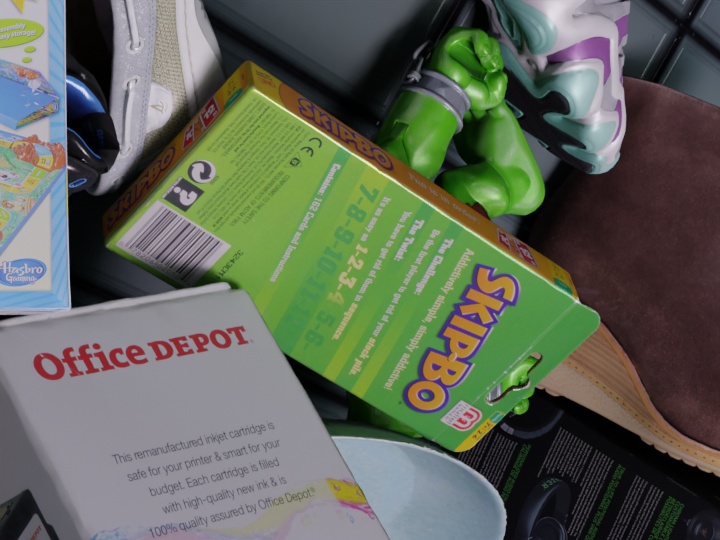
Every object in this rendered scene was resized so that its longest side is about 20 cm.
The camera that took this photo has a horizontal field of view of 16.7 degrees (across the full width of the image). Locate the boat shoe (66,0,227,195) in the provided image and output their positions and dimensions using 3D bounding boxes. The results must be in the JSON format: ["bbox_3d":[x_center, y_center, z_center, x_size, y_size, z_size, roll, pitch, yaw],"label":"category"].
[{"bbox_3d":[-0.104,-0.111,0.936,0.065,0.074,0.202,-40,146,-20],"label":"boat shoe"}]

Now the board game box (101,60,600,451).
[{"bbox_3d":[0.000,0.000,1.019,0.200,0.030,0.096,33,115,-27],"label":"board game box"}]

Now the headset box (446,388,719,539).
[{"bbox_3d":[0.166,0.139,1.278,0.174,0.200,0.093,12,105,-49],"label":"headset box"}]

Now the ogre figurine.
[{"bbox_3d":[0.032,-0.001,1.130,0.120,0.098,0.201,-36,151,-40],"label":"ogre figurine"}]

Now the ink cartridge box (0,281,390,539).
[{"bbox_3d":[-0.067,0.116,0.937,0.145,0.201,0.083,-9,152,-48],"label":"ink cartridge box"}]

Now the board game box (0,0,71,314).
[{"bbox_3d":[-0.196,-0.052,0.804,0.199,0.034,0.135,1,87,-22],"label":"board game box"}]

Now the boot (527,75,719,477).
[{"bbox_3d":[0.179,0.009,1.221,0.167,0.199,0.072,-66,170,6],"label":"boot"}]

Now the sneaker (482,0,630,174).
[{"bbox_3d":[0.114,-0.147,1.137,0.140,0.078,0.200,-44,139,-16],"label":"sneaker"}]

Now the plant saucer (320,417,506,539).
[{"bbox_3d":[-0.034,0.114,1.122,0.200,0.039,0.201,-6,145,-4],"label":"plant saucer"}]

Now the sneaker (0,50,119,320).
[{"bbox_3d":[-0.134,-0.017,0.920,0.200,0.111,0.073,68,20,-44],"label":"sneaker"}]
